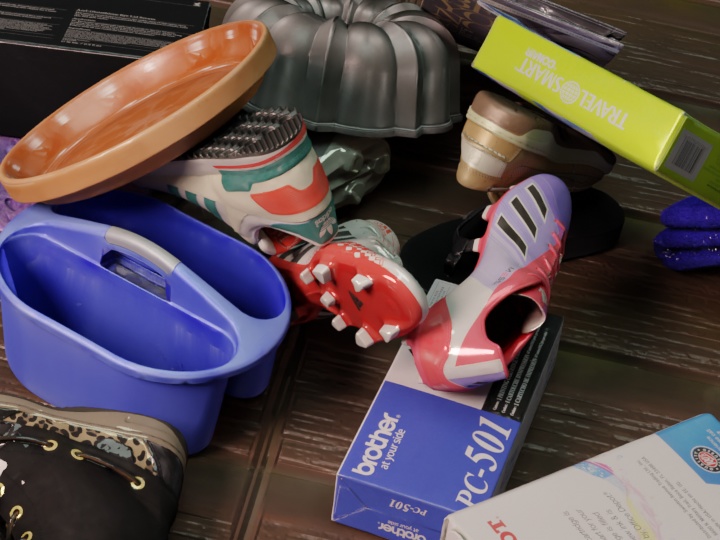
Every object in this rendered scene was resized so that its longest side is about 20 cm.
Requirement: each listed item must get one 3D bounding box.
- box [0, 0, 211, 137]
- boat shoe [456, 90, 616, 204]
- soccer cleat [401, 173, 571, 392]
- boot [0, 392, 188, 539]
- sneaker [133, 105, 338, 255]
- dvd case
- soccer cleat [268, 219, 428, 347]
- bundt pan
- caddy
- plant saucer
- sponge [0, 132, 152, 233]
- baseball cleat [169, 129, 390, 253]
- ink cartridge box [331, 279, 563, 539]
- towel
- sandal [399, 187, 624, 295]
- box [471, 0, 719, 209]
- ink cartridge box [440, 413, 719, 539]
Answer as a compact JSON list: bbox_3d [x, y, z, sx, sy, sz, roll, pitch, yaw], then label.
[{"bbox_3d":[-0.217,-0.155,1.350,0.198,0.079,0.142,7,29,-2],"label":"box"},{"bbox_3d":[0.116,-0.075,1.287,0.071,0.077,0.199,31,11,29],"label":"boat shoe"},{"bbox_3d":[0.101,0.007,1.164,0.076,0.067,0.200,0,35,37],"label":"soccer cleat"},{"bbox_3d":[-0.196,0.147,1.026,0.198,0.074,0.151,6,40,-11],"label":"boot"},{"bbox_3d":[-0.084,-0.050,1.175,0.070,0.094,0.199,-39,23,-27],"label":"sneaker"},{"bbox_3d":[0.117,-0.184,1.393,0.148,0.016,0.200,21,-4,-1],"label":"dvd case"},{"bbox_3d":[0.000,0.000,1.168,0.085,0.069,0.200,-37,14,-20],"label":"soccer cleat"},{"bbox_3d":[-0.016,-0.165,1.368,0.200,0.076,0.202,7,20,-3],"label":"bundt pan"},{"bbox_3d":[-0.139,0.022,1.151,0.199,0.106,0.141,26,42,20],"label":"caddy"},{"bbox_3d":[-0.142,-0.100,1.185,0.199,0.032,0.201,-24,21,10],"label":"plant saucer"},{"bbox_3d":[-0.248,-0.053,1.280,0.198,0.030,0.112,7,39,-2],"label":"sponge"},{"bbox_3d":[-0.074,-0.061,1.307,0.199,0.070,0.106,-19,33,-35],"label":"baseball cleat"},{"bbox_3d":[0.059,0.091,1.155,0.093,0.044,0.200,17,41,12],"label":"ink cartridge box"},{"bbox_3d":[0.322,-0.057,1.315,0.199,0.050,0.147,-23,6,-29],"label":"towel"},{"bbox_3d":[0.105,-0.027,1.303,0.199,0.043,0.076,-23,49,-32],"label":"sandal"},{"bbox_3d":[0.169,-0.113,1.256,0.200,0.048,0.122,36,10,39],"label":"box"},{"bbox_3d":[0.159,0.183,1.035,0.199,0.085,0.145,-16,45,-28],"label":"ink cartridge box"}]
